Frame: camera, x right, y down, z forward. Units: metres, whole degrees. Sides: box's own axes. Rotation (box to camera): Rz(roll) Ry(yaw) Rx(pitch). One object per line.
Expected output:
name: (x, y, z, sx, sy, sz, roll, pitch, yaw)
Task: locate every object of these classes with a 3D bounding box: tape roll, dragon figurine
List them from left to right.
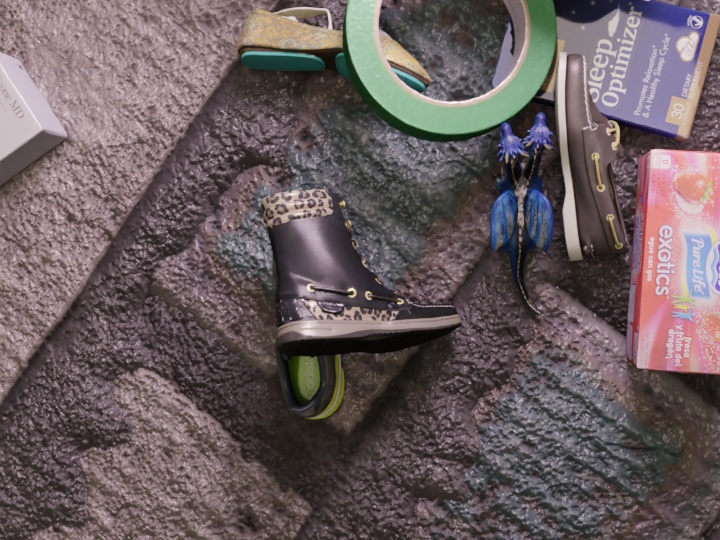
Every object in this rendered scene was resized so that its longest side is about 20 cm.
tape roll: (0.083, -0.224, 1.064, 0.198, 0.048, 0.203, 0, 88, -4)
dragon figurine: (0.153, -0.049, 1.081, 0.058, 0.099, 0.202, 1, 97, 7)

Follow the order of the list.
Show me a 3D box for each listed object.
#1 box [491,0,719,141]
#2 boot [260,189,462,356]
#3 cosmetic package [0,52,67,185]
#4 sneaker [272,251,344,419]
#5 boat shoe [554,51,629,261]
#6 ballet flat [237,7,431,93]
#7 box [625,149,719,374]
box: (0.237, -0.210, 1.103, 0.198, 0.032, 0.122, 15, 93, 8)
boot: (0.000, -0.001, 1.092, 0.202, 0.073, 0.155, -2, 70, -32)
cosmetic package: (-0.418, -0.126, 1.170, 0.199, 0.071, 0.102, -35, 87, 6)
sneaker: (-0.053, 0.051, 1.121, 0.073, 0.081, 0.202, -8, 90, 7)
boat shoe: (0.219, -0.109, 1.072, 0.060, 0.072, 0.203, -3, 111, 15)
ballet flat: (-0.023, -0.225, 1.123, 0.198, 0.071, 0.071, 10, 92, 7)
box: (0.306, -0.008, 1.064, 0.094, 0.103, 0.202, 4, 90, 7)
